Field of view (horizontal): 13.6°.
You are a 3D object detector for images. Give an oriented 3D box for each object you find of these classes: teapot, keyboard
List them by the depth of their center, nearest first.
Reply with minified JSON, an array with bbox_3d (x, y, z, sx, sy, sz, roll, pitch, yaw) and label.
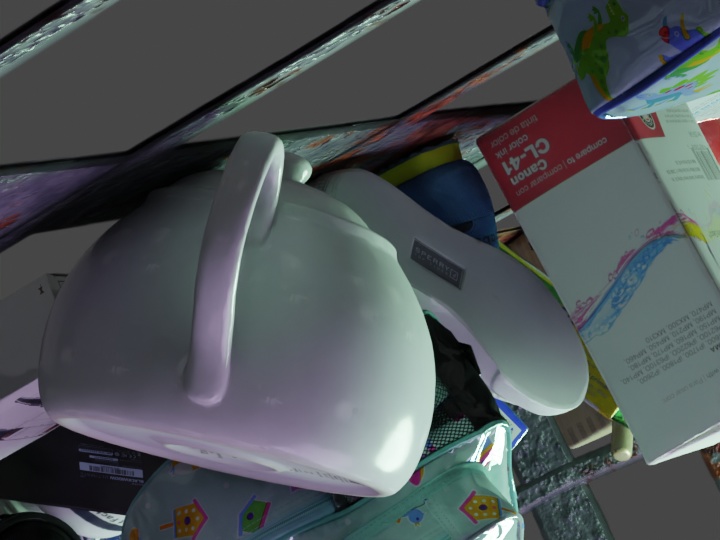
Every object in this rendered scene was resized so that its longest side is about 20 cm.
[{"bbox_3d":[-0.050,0.016,1.382,0.197,0.147,0.200,19,170,-38],"label":"teapot"},{"bbox_3d":[-0.133,0.084,1.611,0.199,0.021,0.127,6,133,6],"label":"keyboard"}]

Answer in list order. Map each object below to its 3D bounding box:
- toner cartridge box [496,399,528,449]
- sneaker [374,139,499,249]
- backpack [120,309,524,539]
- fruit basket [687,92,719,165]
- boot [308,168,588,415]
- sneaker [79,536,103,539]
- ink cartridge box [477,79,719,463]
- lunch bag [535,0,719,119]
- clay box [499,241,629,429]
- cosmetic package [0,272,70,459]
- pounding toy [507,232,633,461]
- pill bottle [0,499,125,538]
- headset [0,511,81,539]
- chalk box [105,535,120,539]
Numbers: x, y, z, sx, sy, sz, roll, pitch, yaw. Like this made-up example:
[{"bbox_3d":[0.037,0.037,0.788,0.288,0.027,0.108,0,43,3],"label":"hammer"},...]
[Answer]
[{"bbox_3d":[0.024,0.113,1.933,0.095,0.043,0.200,-47,-162,-13],"label":"toner cartridge box"},{"bbox_3d":[0.000,0.000,1.683,0.066,0.079,0.200,-21,173,-47],"label":"sneaker"},{"bbox_3d":[-0.015,0.141,1.532,0.199,0.154,0.176,-21,149,-8],"label":"backpack"},{"bbox_3d":[0.214,-0.087,1.851,0.185,0.094,0.200,-30,156,31],"label":"fruit basket"},{"bbox_3d":[0.025,0.021,1.613,0.095,0.200,0.074,-25,-145,45],"label":"boot"},{"bbox_3d":[-0.214,0.158,1.937,0.200,0.070,0.109,-26,-161,46],"label":"sneaker"},{"bbox_3d":[0.162,-0.005,1.637,0.085,0.201,0.148,-29,172,19],"label":"ink cartridge box"},{"bbox_3d":[0.187,-0.141,1.279,0.199,0.083,0.161,-20,172,-37],"label":"lunch bag"},{"bbox_3d":[0.107,0.029,1.780,0.048,0.200,0.115,-54,171,2],"label":"clay box"},{"bbox_3d":[-0.193,0.064,1.532,0.200,0.051,0.082,-30,160,33],"label":"cosmetic package"},{"bbox_3d":[0.200,0.038,2.214,0.199,0.185,0.142,-22,172,-27],"label":"pounding toy"},{"bbox_3d":[-0.129,0.083,1.693,0.200,0.111,0.111,-29,172,29],"label":"pill bottle"},{"bbox_3d":[-0.174,0.158,1.646,0.199,0.094,0.124,19,166,3],"label":"headset"},{"bbox_3d":[-0.122,0.180,2.034,0.125,0.201,0.124,-25,173,-44],"label":"chalk box"}]
